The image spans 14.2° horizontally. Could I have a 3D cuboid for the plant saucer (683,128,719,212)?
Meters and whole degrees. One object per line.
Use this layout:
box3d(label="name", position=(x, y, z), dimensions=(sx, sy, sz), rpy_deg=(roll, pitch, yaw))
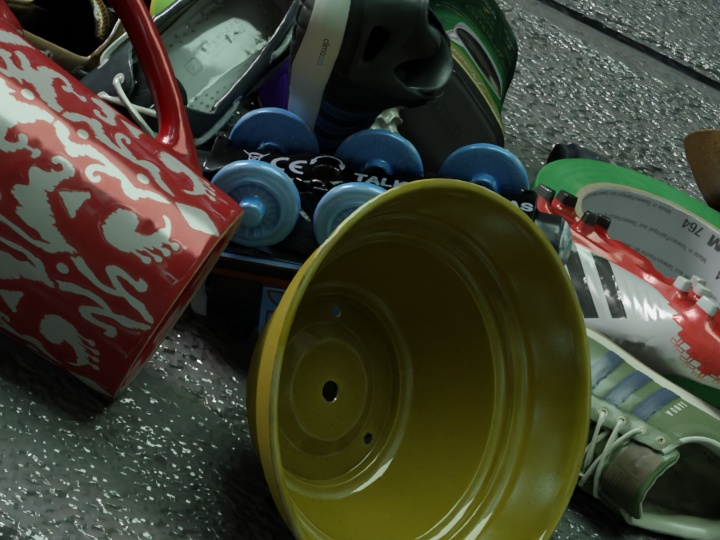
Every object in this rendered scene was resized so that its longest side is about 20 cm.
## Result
box3d(label="plant saucer", position=(0.293, -0.034, 1.834), dimensions=(0.200, 0.035, 0.200), rpy_deg=(21, -8, 3))

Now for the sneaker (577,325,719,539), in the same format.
box3d(label="sneaker", position=(0.129, 0.084, 1.479), dimensions=(0.200, 0.067, 0.090), rpy_deg=(25, 19, -19))

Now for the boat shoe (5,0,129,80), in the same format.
box3d(label="boat shoe", position=(-0.150, -0.115, 1.548), dimensions=(0.072, 0.072, 0.200), rpy_deg=(41, 26, 25))

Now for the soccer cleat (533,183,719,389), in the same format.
box3d(label="soccer cleat", position=(0.145, 0.031, 1.570), dimensions=(0.200, 0.085, 0.069), rpy_deg=(36, 13, 27))

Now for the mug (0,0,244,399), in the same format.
box3d(label="mug", position=(-0.152, -0.057, 1.325), dimensions=(0.200, 0.178, 0.133), rpy_deg=(35, 9, 1))

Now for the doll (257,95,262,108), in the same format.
box3d(label="doll", position=(-0.067, -0.165, 1.764), dimensions=(0.136, 0.048, 0.200), rpy_deg=(24, 25, -15))

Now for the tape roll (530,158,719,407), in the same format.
box3d(label="tape roll", position=(0.180, 0.011, 1.703), dimensions=(0.200, 0.048, 0.200), rpy_deg=(24, 25, -12))

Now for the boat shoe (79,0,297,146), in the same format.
box3d(label="boat shoe", position=(-0.102, -0.089, 1.448), dimensions=(0.076, 0.060, 0.200), rpy_deg=(39, 64, 3))

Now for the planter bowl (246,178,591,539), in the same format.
box3d(label="planter bowl", position=(0.009, 0.058, 1.328), dimensions=(0.200, 0.201, 0.083), rpy_deg=(7, -2, -41))

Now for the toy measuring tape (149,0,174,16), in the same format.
box3d(label="toy measuring tape", position=(-0.069, -0.174, 1.534), dimensions=(0.073, 0.200, 0.074), rpy_deg=(13, 20, -5))

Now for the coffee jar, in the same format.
box3d(label="coffee jar", position=(0.039, -0.111, 1.718), dimensions=(0.104, 0.085, 0.200), rpy_deg=(54, 19, -16))

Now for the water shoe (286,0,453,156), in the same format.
box3d(label="water shoe", position=(0.005, -0.094, 1.444), dimensions=(0.079, 0.072, 0.200), rpy_deg=(10, -14, 2))

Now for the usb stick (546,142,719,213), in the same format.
box3d(label="usb stick", position=(0.210, -0.028, 1.827), dimensions=(0.200, 0.033, 0.055), rpy_deg=(24, 21, -11))

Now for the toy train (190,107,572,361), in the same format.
box3d(label="toy train", position=(0.001, -0.006, 1.413), dimensions=(0.200, 0.114, 0.087), rpy_deg=(10, 30, 4))

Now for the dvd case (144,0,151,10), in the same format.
box3d(label="dvd case", position=(-0.044, -0.190, 1.720), dimensions=(0.200, 0.018, 0.143), rpy_deg=(-20, 44, -27))

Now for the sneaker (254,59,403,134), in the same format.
box3d(label="sneaker", position=(-0.035, -0.125, 1.604), dimensions=(0.099, 0.200, 0.070), rpy_deg=(7, 7, 42))
